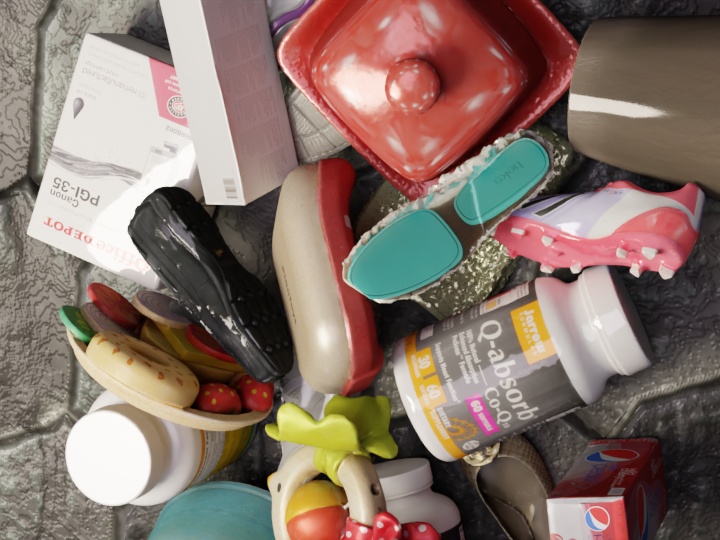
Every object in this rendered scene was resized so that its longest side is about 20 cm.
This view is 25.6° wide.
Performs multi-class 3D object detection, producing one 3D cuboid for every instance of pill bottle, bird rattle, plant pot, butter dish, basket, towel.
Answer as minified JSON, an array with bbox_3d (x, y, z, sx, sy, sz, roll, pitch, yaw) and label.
[{"bbox_3d":[0.137,0.074,1.337,0.199,0.116,0.117,-25,88,15],"label":"pill bottle"},{"bbox_3d":[-0.011,0.205,1.331,0.163,0.112,0.201,-37,69,43],"label":"bird rattle"},{"bbox_3d":[-0.179,0.145,1.416,0.110,0.200,0.112,3,98,19],"label":"pill bottle"},{"bbox_3d":[-0.134,0.321,1.398,0.199,0.188,0.201,11,122,18],"label":"plant pot"},{"bbox_3d":[0.043,0.273,1.401,0.112,0.112,0.201,-11,94,20],"label":"pill bottle"},{"bbox_3d":[0.049,-0.160,1.271,0.200,0.148,0.199,45,110,-7],"label":"butter dish"},{"bbox_3d":[0.276,-0.133,1.257,0.199,0.136,0.181,13,124,22],"label":"basket"},{"bbox_3d":[0.087,-0.059,1.383,0.148,0.036,0.200,35,107,11],"label":"towel"}]

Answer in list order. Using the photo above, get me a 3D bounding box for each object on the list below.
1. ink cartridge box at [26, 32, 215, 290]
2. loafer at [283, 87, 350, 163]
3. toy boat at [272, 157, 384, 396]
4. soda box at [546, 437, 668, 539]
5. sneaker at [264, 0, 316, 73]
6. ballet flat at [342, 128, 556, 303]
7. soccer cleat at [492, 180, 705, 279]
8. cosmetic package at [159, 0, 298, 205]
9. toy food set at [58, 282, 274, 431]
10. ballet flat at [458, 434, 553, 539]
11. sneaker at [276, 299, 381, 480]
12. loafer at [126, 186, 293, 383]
[{"bbox_3d":[-0.202,-0.100,1.454,0.146,0.083,0.201,23,104,14],"label":"ink cartridge box"},{"bbox_3d":[0.003,-0.173,1.391,0.072,0.063,0.200,43,113,-11],"label":"loafer"},{"bbox_3d":[0.000,0.000,1.350,0.130,0.131,0.201,-10,74,-12],"label":"toy boat"},{"bbox_3d":[0.203,0.191,1.287,0.063,0.200,0.070,-5,96,20],"label":"soda box"},{"bbox_3d":[-0.067,-0.259,1.405,0.100,0.075,0.200,45,114,35],"label":"sneaker"},{"bbox_3d":[0.073,-0.041,1.288,0.200,0.072,0.072,-34,85,-2],"label":"ballet flat"},{"bbox_3d":[0.187,-0.041,1.290,0.199,0.067,0.077,8,60,44],"label":"soccer cleat"},{"bbox_3d":[-0.112,-0.163,1.348,0.050,0.082,0.201,3,112,38],"label":"cosmetic package"},{"bbox_3d":[-0.165,0.072,1.372,0.198,0.199,0.049,45,114,50],"label":"toy food set"},{"bbox_3d":[0.145,0.214,1.392,0.067,0.046,0.201,-31,86,20],"label":"ballet flat"},{"bbox_3d":[-0.044,0.113,1.440,0.082,0.075,0.201,19,92,22],"label":"sneaker"},{"bbox_3d":[-0.131,0.019,1.373,0.070,0.068,0.201,-44,76,29],"label":"loafer"}]
